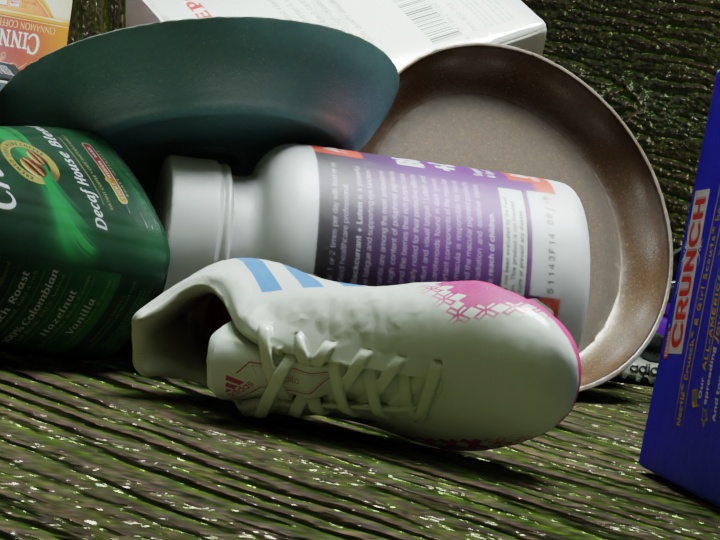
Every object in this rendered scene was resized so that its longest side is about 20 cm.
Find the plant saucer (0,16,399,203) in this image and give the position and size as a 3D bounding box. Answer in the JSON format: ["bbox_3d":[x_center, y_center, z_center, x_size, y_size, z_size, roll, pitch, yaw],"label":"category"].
[{"bbox_3d":[-0.077,-0.067,1.115,0.198,0.036,0.200,-6,-18,-2],"label":"plant saucer"}]

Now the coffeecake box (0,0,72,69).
[{"bbox_3d":[-0.266,-0.104,1.459,0.073,0.202,0.153,10,4,31],"label":"coffeecake box"}]

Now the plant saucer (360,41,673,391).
[{"bbox_3d":[0.078,-0.025,1.233,0.199,0.202,0.032,7,-24,-27],"label":"plant saucer"}]

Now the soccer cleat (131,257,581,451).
[{"bbox_3d":[-0.008,0.039,0.912,0.199,0.071,0.086,8,18,41],"label":"soccer cleat"}]

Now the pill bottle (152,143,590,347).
[{"bbox_3d":[0.000,0.000,1.089,0.198,0.113,0.111,8,3,-13],"label":"pill bottle"}]

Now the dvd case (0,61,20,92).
[{"bbox_3d":[-0.228,-0.045,1.118,0.025,0.150,0.200,44,2,-3],"label":"dvd case"}]

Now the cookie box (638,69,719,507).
[{"bbox_3d":[0.182,0.011,0.855,0.074,0.173,0.200,10,3,-12],"label":"cookie box"}]

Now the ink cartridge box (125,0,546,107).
[{"bbox_3d":[-0.017,-0.121,1.306,0.199,0.083,0.147,-20,48,-27],"label":"ink cartridge box"}]

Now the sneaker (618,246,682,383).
[{"bbox_3d":[0.232,0.023,1.395,0.198,0.101,0.070,7,5,-15],"label":"sneaker"}]

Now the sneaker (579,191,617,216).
[{"bbox_3d":[0.079,0.016,1.299,0.198,0.110,0.070,-11,13,-26],"label":"sneaker"}]

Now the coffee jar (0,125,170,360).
[{"bbox_3d":[-0.182,-0.017,0.979,0.199,0.085,0.105,3,45,-50],"label":"coffee jar"}]
